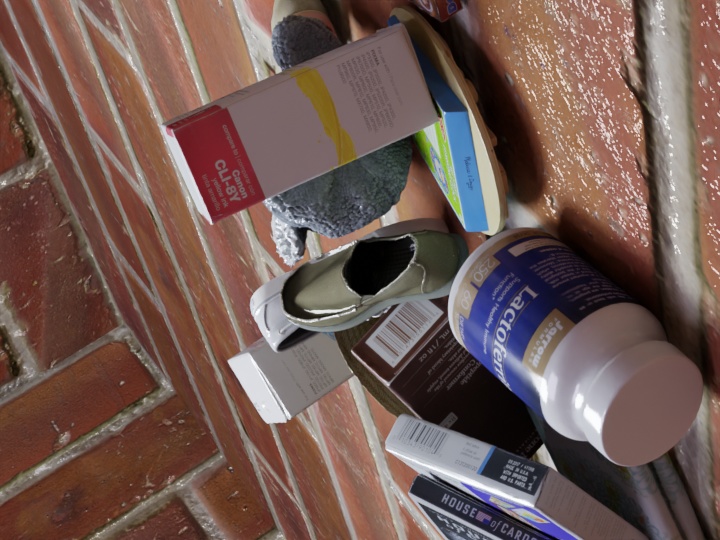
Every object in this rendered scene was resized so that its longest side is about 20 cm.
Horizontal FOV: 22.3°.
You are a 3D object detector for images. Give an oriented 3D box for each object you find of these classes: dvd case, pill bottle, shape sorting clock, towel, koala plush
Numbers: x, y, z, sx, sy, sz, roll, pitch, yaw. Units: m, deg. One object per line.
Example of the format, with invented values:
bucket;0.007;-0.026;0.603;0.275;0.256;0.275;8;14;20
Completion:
dvd case;0.128;0.243;1.630;0.150;0.025;0.200;25;168;20
pill bottle;0.164;0.058;1.397;0.200;0.115;0.116;42;159;48
shape sorting clock;0.072;-0.123;1.489;0.200;0.039;0.201;159;90;-84
towel;0.218;0.162;1.579;0.201;0.048;0.171;63;163;-18
koala plush;-0.037;-0.090;1.644;0.184;0.177;0.200;39;167;13

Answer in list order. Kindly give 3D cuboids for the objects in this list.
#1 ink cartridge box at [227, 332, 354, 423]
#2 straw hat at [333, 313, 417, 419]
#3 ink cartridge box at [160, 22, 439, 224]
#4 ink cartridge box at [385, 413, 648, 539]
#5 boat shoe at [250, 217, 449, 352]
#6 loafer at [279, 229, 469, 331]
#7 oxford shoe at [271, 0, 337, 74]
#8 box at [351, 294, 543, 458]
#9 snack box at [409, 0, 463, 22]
ink cartridge box;-0.028;0.071;1.916;0.086;0.199;0.148;58;166;-1
straw hat;0.074;0.057;1.755;0.085;0.201;0.202;-39;81;37
ink cartridge box;-0.050;-0.118;1.461;0.145;0.199;0.084;-148;34;-80
ink cartridge box;0.147;0.204;1.579;0.200;0.044;0.198;40;164;-36
boat shoe;-0.003;0.016;1.700;0.072;0.199;0.069;83;165;-64
loafer;0.000;0.000;1.606;0.069;0.199;0.076;23;-123;-47
oxford shoe;-0.049;-0.202;1.729;0.200;0.070;0.074;95;162;-62
box;0.092;0.104;1.662;0.200;0.100;0.075;45;177;-41
snack box;0.013;-0.262;1.430;0.200;0.024;0.072;43;158;49
